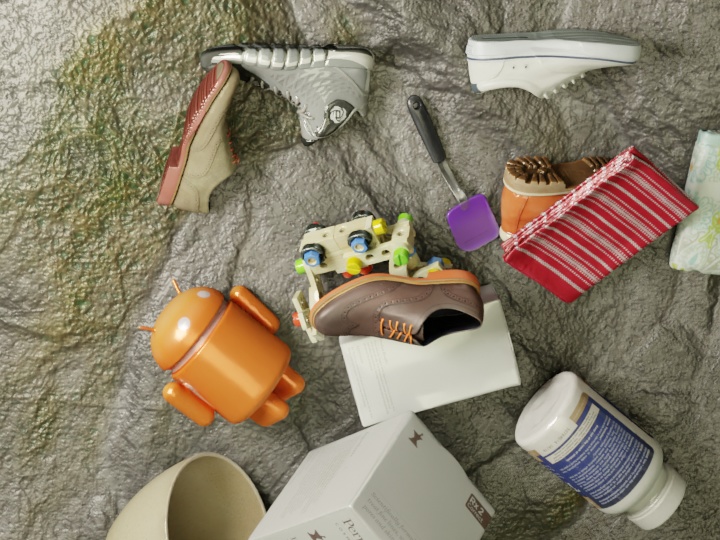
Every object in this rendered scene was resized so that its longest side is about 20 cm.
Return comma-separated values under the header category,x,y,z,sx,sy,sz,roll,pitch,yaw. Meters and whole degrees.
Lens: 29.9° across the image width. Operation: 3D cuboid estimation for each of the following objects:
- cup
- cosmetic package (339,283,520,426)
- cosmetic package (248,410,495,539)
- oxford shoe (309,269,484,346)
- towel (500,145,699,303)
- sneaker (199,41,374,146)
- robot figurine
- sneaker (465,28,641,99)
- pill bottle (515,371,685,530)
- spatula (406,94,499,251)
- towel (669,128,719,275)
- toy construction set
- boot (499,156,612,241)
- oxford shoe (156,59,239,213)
category,x,y,z,sx,sy,sz,roll,pitch,yaw
cup,-0.219,0.331,1.610,0.143,0.200,0.201,-18,106,30
cosmetic package,0.081,0.100,1.611,0.199,0.081,0.114,-14,104,-1
cosmetic package,0.013,0.296,1.568,0.165,0.165,0.200,49,136,-12
oxford shoe,0.042,0.049,1.522,0.198,0.073,0.071,-10,132,0
towel,0.276,-0.046,1.561,0.200,0.023,0.144,-39,131,23
sneaker,-0.083,-0.198,1.535,0.198,0.075,0.116,0,106,-4
robot figurine,-0.163,0.100,1.578,0.200,0.117,0.144,40,99,-11
sneaker,0.221,-0.236,1.550,0.198,0.073,0.071,0,113,6
pill bottle,0.294,0.223,1.635,0.200,0.111,0.111,39,99,-11
spatula,0.102,-0.115,1.589,0.056,0.021,0.201,-29,101,-9
towel,0.481,-0.072,1.608,0.198,0.048,0.173,8,102,-5
toy construction set,0.000,0.000,1.584,0.199,0.092,0.131,-25,129,10
boot,0.258,-0.074,1.592,0.198,0.075,0.108,1,123,-9
oxford shoe,-0.168,-0.150,1.530,0.074,0.071,0.201,19,128,-14
